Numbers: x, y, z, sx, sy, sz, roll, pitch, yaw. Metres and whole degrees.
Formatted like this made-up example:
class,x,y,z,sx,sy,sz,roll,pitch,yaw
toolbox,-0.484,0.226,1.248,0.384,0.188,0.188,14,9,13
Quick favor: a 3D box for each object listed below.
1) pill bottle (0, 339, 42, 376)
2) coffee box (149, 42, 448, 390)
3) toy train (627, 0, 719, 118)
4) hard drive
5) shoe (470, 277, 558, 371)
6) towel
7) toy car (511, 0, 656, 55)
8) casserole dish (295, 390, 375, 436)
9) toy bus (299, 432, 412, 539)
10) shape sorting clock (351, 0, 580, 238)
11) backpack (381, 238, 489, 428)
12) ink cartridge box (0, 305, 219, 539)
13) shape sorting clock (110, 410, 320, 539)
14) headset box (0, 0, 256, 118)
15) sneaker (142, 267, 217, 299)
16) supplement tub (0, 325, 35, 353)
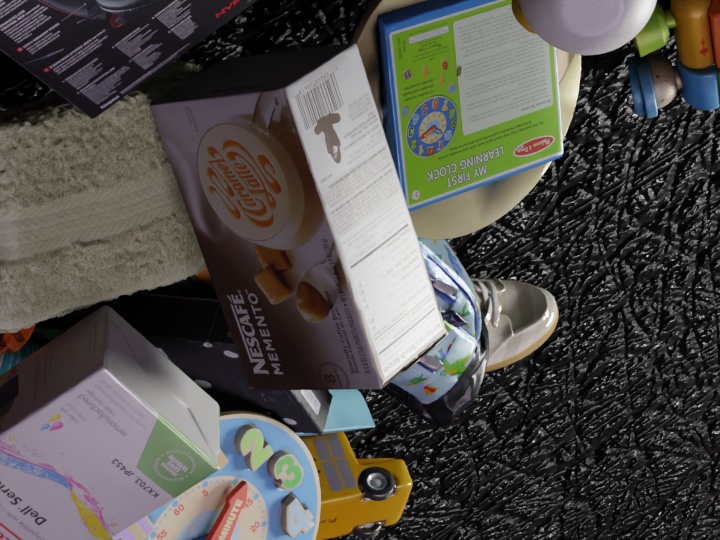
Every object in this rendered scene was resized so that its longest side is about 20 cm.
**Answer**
class,x,y,z,sx,sy,sz,roll,pitch,yaw
pill bottle,-0.229,0.108,1.474,0.199,0.111,0.111,27,124,-23
coffee box,-0.037,-0.031,1.332,0.080,0.114,0.201,-37,117,-45
toy train,0.233,-0.180,1.460,0.115,0.085,0.200,-13,146,6
hard drive,-0.133,0.061,1.496,0.199,0.038,0.140,4,152,22
shoe,0.063,0.044,1.654,0.199,0.070,0.053,-12,152,-14
towel,-0.159,-0.047,1.331,0.200,0.036,0.149,-18,119,-45
toy car,0.149,-0.239,1.280,0.200,0.175,0.150,-37,108,18
casserole dish,-0.067,0.110,1.627,0.121,0.039,0.200,-8,176,23
toy bus,-0.062,0.185,1.760,0.199,0.078,0.065,-10,142,-21
shape sorting clock,0.065,-0.118,1.399,0.199,0.039,0.201,-12,111,-34
backpack,0.000,0.000,1.500,0.199,0.163,0.154,21,117,-38
ink cartridge box,-0.202,0.125,1.377,0.200,0.067,0.117,-33,123,20
shape sorting clock,-0.107,0.192,1.490,0.199,0.039,0.201,-15,116,-33
headset box,-0.160,-0.192,1.197,0.148,0.075,0.200,-34,145,14
sneaker,-0.105,0.016,1.523,0.077,0.079,0.200,-18,144,15
supplement tub,-0.306,0.001,1.326,0.199,0.123,0.123,4,137,-35
